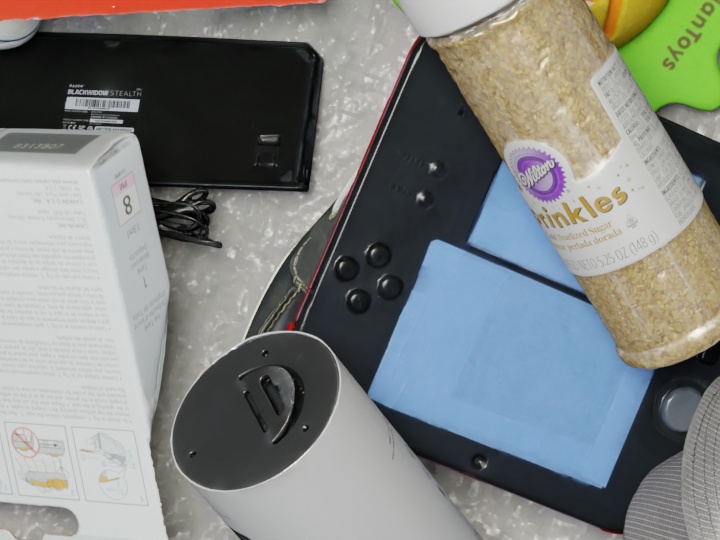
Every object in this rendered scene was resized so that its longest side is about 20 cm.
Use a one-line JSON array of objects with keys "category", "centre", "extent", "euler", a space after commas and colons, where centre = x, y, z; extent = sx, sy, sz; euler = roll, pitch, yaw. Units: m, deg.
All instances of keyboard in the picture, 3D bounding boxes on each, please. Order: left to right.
[{"category": "keyboard", "centre": [-0.118, -0.057, 1.272], "extent": [0.200, 0.040, 0.104], "euler": [3, 68, 12]}]

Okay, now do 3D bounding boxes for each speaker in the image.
[{"category": "speaker", "centre": [0.001, 0.112, 1.161], "extent": [0.081, 0.200, 0.081], "euler": [-18, 45, 20]}]

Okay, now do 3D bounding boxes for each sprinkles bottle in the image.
[{"category": "sprinkles bottle", "centre": [0.090, -0.056, 1.131], "extent": [0.068, 0.068, 0.200], "euler": [-30, 108, 10]}]

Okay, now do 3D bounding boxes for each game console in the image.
[{"category": "game console", "centre": [0.081, 0.008, 1.190], "extent": [0.200, 0.031, 0.177], "euler": [23, 97, -16]}]

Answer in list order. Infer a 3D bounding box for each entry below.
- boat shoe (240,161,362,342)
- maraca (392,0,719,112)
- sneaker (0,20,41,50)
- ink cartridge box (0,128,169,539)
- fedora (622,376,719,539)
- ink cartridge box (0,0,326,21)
[{"category": "boat shoe", "centre": [0.000, 0.000, 1.227], "extent": [0.072, 0.068, 0.200], "euler": [37, 99, 7]}, {"category": "maraca", "centre": [0.091, -0.144, 1.192], "extent": [0.200, 0.107, 0.137], "euler": [32, 104, -13]}, {"category": "sneaker", "centre": [-0.166, -0.199, 1.236], "extent": [0.071, 0.073, 0.200], "euler": [6, 103, 54]}, {"category": "ink cartridge box", "centre": [-0.159, 0.034, 1.246], "extent": [0.162, 0.057, 0.200], "euler": [2, 119, 29]}, {"category": "fedora", "centre": [0.182, 0.142, 1.164], "extent": [0.090, 0.177, 0.200], "euler": [-30, 102, 40]}, {"category": "ink cartridge box", "centre": [-0.077, -0.203, 1.154], "extent": [0.162, 0.050, 0.200], "euler": [-5, 107, -21]}]
